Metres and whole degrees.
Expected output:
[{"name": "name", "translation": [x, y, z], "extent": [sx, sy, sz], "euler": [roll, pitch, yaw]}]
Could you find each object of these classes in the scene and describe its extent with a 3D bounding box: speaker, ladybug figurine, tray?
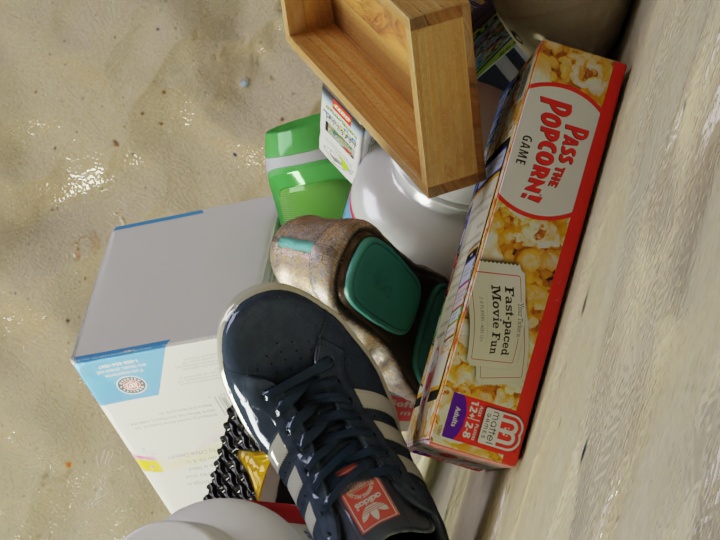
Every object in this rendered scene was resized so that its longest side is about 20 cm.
[{"name": "speaker", "translation": [0.000, 0.000, 1.514], "extent": [0.088, 0.088, 0.201], "euler": [-84, -20, -81]}, {"name": "ladybug figurine", "translation": [0.113, -0.188, 1.257], "extent": [0.136, 0.072, 0.201], "euler": [108, 178, -47]}, {"name": "tray", "translation": [0.006, -0.128, 1.231], "extent": [0.200, 0.037, 0.099], "euler": [-128, 25, -54]}]

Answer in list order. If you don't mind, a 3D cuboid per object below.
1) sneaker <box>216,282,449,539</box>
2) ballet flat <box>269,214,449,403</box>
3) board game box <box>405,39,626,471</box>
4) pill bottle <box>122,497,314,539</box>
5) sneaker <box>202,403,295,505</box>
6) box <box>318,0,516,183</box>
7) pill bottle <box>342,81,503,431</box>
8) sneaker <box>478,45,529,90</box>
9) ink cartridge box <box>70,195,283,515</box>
[{"name": "sneaker", "translation": [-0.004, 0.098, 1.168], "extent": [0.075, 0.201, 0.085], "euler": [-31, 13, -1]}, {"name": "ballet flat", "translation": [0.010, 0.021, 1.279], "extent": [0.200, 0.067, 0.068], "euler": [50, -121, -54]}, {"name": "board game box", "translation": [0.074, -0.002, 1.197], "extent": [0.152, 0.046, 0.201], "euler": [126, 160, -84]}, {"name": "pill bottle", "translation": [-0.053, 0.177, 1.253], "extent": [0.200, 0.112, 0.113], "euler": [17, -90, -63]}, {"name": "sneaker", "translation": [-0.027, 0.099, 1.385], "extent": [0.070, 0.090, 0.201], "euler": [41, 118, 47]}, {"name": "box", "translation": [0.060, -0.140, 1.380], "extent": [0.200, 0.035, 0.110], "euler": [-42, -10, -12]}, {"name": "pill bottle", "translation": [0.039, -0.009, 1.373], "extent": [0.109, 0.108, 0.201], "euler": [-75, 2, -46]}, {"name": "sneaker", "translation": [0.079, -0.163, 1.512], "extent": [0.070, 0.108, 0.201], "euler": [-78, 5, -63]}, {"name": "ink cartridge box", "translation": [-0.080, 0.073, 1.573], "extent": [0.126, 0.128, 0.200], "euler": [-80, -29, -44]}]
